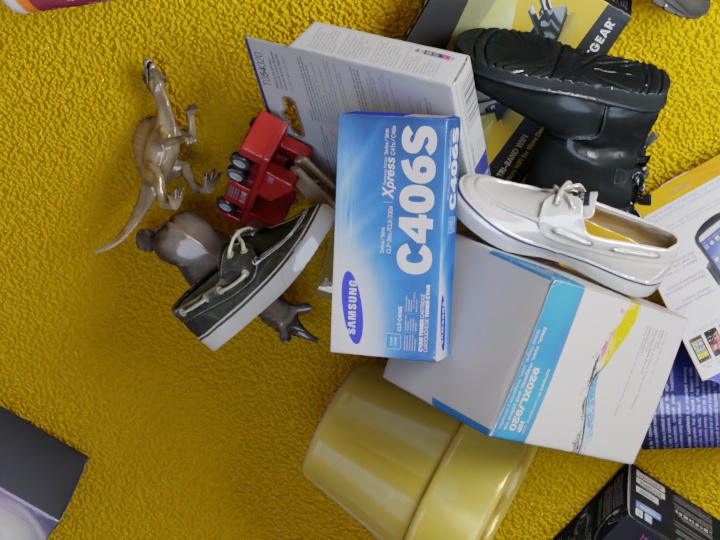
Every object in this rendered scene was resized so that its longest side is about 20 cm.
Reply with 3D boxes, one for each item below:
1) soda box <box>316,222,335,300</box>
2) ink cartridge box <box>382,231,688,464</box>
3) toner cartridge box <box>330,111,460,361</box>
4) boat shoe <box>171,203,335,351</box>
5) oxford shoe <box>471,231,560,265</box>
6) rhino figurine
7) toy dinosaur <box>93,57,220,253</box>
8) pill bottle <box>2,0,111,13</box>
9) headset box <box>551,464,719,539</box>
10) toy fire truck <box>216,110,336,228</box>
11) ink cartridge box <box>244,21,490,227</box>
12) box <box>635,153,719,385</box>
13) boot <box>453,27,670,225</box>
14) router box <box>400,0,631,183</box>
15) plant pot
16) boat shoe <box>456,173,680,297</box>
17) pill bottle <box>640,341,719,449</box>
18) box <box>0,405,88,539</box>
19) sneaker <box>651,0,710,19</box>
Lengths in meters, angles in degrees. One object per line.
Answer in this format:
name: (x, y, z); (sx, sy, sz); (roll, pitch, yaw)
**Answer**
soda box: (0.000, 0.000, 1.598); (0.068, 0.200, 0.064); (17, 88, -1)
ink cartridge box: (0.155, 0.068, 1.539); (0.200, 0.147, 0.145); (16, 97, -43)
toner cartridge box: (0.029, -0.029, 1.457); (0.095, 0.043, 0.200); (4, 98, 19)
boat shoe: (-0.099, -0.002, 1.585); (0.064, 0.071, 0.200); (40, 123, -11)
oxford shoe: (0.147, 0.008, 1.668); (0.075, 0.070, 0.200); (12, 127, 35)
rhino figurine: (-0.119, 0.012, 1.683); (0.200, 0.087, 0.060); (38, 75, -14)
toy dinosaur: (-0.185, -0.094, 1.646); (0.101, 0.058, 0.200); (30, 114, 39)
pill bottle: (-0.213, -0.289, 1.517); (0.200, 0.114, 0.114); (-7, 118, 13)
headset box: (0.279, 0.325, 1.799); (0.174, 0.093, 0.200); (34, 120, -10)
toy fire truck: (-0.048, -0.078, 1.591); (0.141, 0.049, 0.200); (27, 153, 0)
ink cartridge box: (0.013, -0.131, 1.543); (0.200, 0.043, 0.196); (18, 150, 23)
box: (0.329, 0.006, 1.579); (0.119, 0.041, 0.200); (-29, 77, 23)
boot: (0.165, -0.113, 1.523); (0.198, 0.073, 0.163); (13, 129, 3)
router box: (0.121, -0.191, 1.553); (0.157, 0.052, 0.200); (28, 120, -7)
plant pot: (0.056, 0.186, 1.711); (0.189, 0.201, 0.201); (27, 121, 12)
boat shoe: (0.175, -0.044, 1.484); (0.200, 0.071, 0.070); (24, 132, -5)
pill bottle: (0.298, 0.111, 1.660); (0.200, 0.116, 0.116); (-3, 119, 10)
box: (-0.428, 0.243, 1.853); (0.200, 0.123, 0.198); (31, 118, -9)
sneaker: (0.243, -0.297, 1.464); (0.091, 0.076, 0.200); (-32, 112, 17)
